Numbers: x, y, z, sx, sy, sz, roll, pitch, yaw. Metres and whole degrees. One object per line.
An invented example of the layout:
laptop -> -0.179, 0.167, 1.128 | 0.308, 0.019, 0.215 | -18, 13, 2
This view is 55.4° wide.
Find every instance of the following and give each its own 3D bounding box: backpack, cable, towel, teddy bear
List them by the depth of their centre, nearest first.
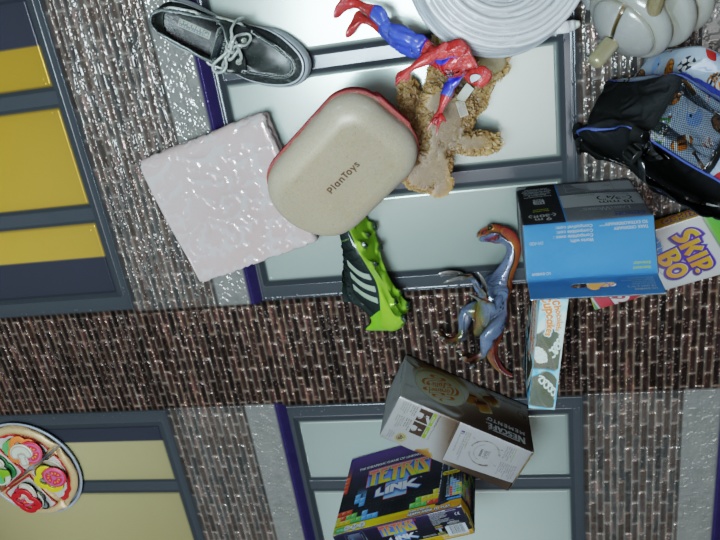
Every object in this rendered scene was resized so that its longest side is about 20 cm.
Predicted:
cable -> 0.148, -0.333, 0.738 | 0.198, 0.069, 0.201 | -20, 104, 5
backpack -> 0.360, -0.145, 0.753 | 0.190, 0.200, 0.155 | 34, 102, -10
teddy bear -> 0.107, -0.192, 0.837 | 0.144, 0.067, 0.202 | 4, 108, 2
towel -> -0.177, -0.096, 0.940 | 0.198, 0.032, 0.192 | -17, 111, 17

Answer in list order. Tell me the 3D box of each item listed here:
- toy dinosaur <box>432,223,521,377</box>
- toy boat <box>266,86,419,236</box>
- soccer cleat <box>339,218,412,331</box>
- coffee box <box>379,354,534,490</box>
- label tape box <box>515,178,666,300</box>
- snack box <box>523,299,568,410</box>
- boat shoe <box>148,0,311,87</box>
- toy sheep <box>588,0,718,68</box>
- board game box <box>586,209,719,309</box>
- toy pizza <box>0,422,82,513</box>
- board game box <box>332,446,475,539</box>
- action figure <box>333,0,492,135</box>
toy dinosaur -> 0.174, 0.033, 0.936 | 0.199, 0.105, 0.182 | 22, 107, -43
toy boat -> -0.025, -0.141, 0.839 | 0.130, 0.131, 0.200 | 36, 121, -23
soccer cleat -> 0.000, 0.000, 0.938 | 0.080, 0.068, 0.201 | -14, 112, 29
coffee box -> 0.137, 0.215, 0.982 | 0.199, 0.115, 0.080 | 23, 116, -1
label tape box -> 0.259, -0.042, 0.796 | 0.143, 0.200, 0.064 | -4, 115, 11
snack box -> 0.241, 0.065, 0.895 | 0.037, 0.116, 0.202 | 3, 114, 8
boat shoe -> -0.158, -0.275, 0.834 | 0.198, 0.068, 0.074 | 26, 116, -3
toy sheep -> 0.303, -0.291, 0.707 | 0.200, 0.138, 0.138 | -44, 102, 1
board game box -> 0.385, -0.020, 0.876 | 0.198, 0.030, 0.096 | -20, 119, 15
toy pizza -> -0.591, 0.358, 1.216 | 0.198, 0.032, 0.202 | 4, 115, 8
board game box -> 0.070, 0.329, 1.016 | 0.199, 0.166, 0.057 | -20, 111, 18
action figure -> 0.049, -0.229, 0.770 | 0.199, 0.065, 0.100 | 29, 89, 24
